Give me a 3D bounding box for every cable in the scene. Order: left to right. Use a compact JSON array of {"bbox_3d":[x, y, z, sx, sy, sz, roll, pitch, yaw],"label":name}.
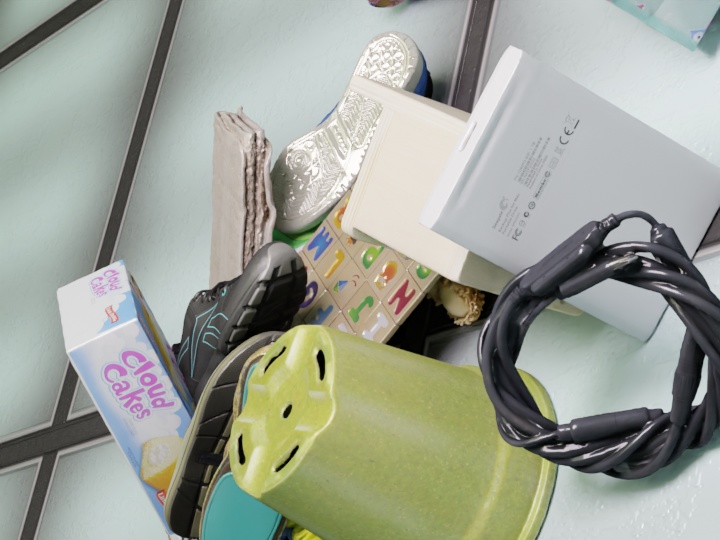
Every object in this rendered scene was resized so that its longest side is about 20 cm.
[{"bbox_3d":[0.164,0.060,1.331,0.200,0.163,0.051,-42,1,36],"label":"cable"}]

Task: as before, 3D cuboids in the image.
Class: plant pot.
[{"bbox_3d":[0.012,0.132,1.474,0.200,0.183,0.202,-39,37,37],"label":"plant pot"}]

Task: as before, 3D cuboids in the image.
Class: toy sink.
[{"bbox_3d":[0.074,-0.054,1.476,0.200,0.130,0.113,30,101,49],"label":"toy sink"}]

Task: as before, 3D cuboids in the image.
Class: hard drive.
[{"bbox_3d":[0.149,-0.049,1.372,0.133,0.199,0.026,-62,30,3],"label":"hard drive"}]

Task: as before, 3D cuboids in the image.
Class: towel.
[{"bbox_3d":[-0.103,-0.034,1.744,0.133,0.034,0.202,-132,44,-68],"label":"towel"}]

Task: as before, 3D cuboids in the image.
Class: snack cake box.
[{"bbox_3d":[-0.180,0.106,1.690,0.067,0.201,0.115,-25,28,1],"label":"snack cake box"}]

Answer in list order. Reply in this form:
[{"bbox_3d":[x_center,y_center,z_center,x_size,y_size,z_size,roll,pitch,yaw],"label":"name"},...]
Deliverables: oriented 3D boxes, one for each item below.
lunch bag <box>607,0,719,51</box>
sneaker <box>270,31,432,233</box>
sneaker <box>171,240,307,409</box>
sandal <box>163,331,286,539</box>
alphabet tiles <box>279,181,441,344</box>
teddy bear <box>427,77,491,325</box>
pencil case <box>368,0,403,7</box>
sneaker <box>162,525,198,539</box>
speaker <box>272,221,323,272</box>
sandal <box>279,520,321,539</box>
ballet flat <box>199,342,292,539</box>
[{"bbox_3d":[0.225,-0.283,1.522,0.171,0.121,0.200,-58,21,15],"label":"lunch bag"},{"bbox_3d":[-0.004,-0.108,1.773,0.076,0.111,0.201,31,87,20],"label":"sneaker"},{"bbox_3d":[-0.108,0.038,1.642,0.079,0.075,0.201,52,136,23],"label":"sneaker"},{"bbox_3d":[-0.109,0.128,1.630,0.202,0.079,0.057,-60,26,24],"label":"sandal"},{"bbox_3d":[0.000,0.000,1.630,0.200,0.006,0.167,-51,37,13],"label":"alphabet tiles"},{"bbox_3d":[0.106,-0.053,1.607,0.145,0.066,0.202,8,81,70],"label":"teddy bear"},{"bbox_3d":[0.065,-0.291,1.831,0.199,0.082,0.087,-4,64,57],"label":"pencil case"},{"bbox_3d":[-0.118,0.220,1.738,0.109,0.070,0.201,-47,40,38],"label":"sneaker"},{"bbox_3d":[-0.055,-0.011,1.797,0.089,0.088,0.200,-63,29,2],"label":"speaker"},{"bbox_3d":[-0.051,0.228,1.619,0.088,0.079,0.200,-60,27,14],"label":"sandal"},{"bbox_3d":[-0.077,0.147,1.574,0.071,0.070,0.202,-130,49,-59],"label":"ballet flat"}]
